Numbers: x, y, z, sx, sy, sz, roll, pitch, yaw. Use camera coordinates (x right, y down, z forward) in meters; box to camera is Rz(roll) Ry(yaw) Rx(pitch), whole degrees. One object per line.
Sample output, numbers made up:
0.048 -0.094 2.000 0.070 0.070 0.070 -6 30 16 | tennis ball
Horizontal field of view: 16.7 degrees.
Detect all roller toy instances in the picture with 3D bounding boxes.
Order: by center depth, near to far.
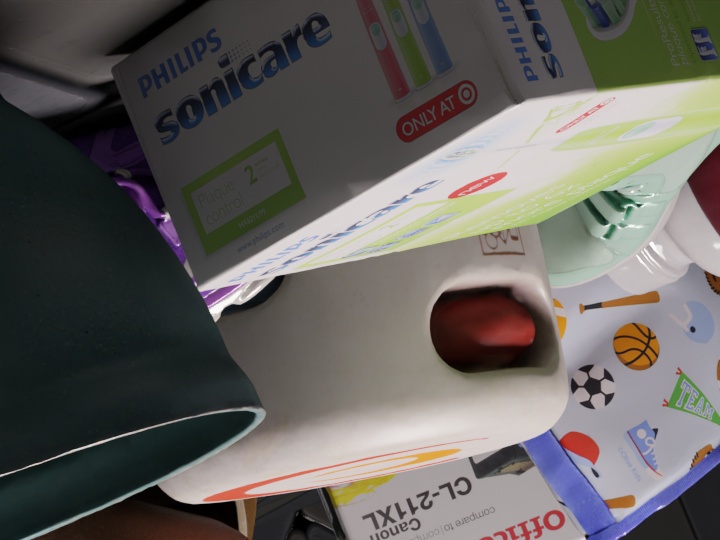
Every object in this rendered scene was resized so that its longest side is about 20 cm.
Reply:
-0.008 0.016 1.043 0.200 0.140 0.182 -10 172 -8 | roller toy

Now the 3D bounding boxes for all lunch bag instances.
0.134 0.039 1.343 0.124 0.170 0.200 -33 -177 42 | lunch bag

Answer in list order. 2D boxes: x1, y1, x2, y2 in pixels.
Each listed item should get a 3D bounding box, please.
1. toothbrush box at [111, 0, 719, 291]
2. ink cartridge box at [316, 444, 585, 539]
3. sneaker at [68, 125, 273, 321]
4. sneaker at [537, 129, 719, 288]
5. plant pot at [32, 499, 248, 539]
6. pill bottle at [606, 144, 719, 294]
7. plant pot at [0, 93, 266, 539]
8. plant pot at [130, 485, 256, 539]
0.042 -0.069 0.823 0.146 0.086 0.200 -29 168 37 | toothbrush box
0.040 0.100 1.502 0.146 0.200 0.083 -21 172 -8 | ink cartridge box
-0.108 -0.011 0.845 0.200 0.081 0.083 -19 166 -16 | sneaker
0.099 -0.050 1.085 0.118 0.074 0.200 -23 160 -42 | sneaker
-0.140 0.170 1.042 0.200 0.201 0.198 -27 157 31 | plant pot
0.202 -0.065 1.166 0.200 0.113 0.113 -26 171 26 | pill bottle
-0.144 0.017 0.715 0.200 0.134 0.200 -21 171 -3 | plant pot
-0.129 0.105 1.261 0.186 0.187 0.200 -24 -175 13 | plant pot
